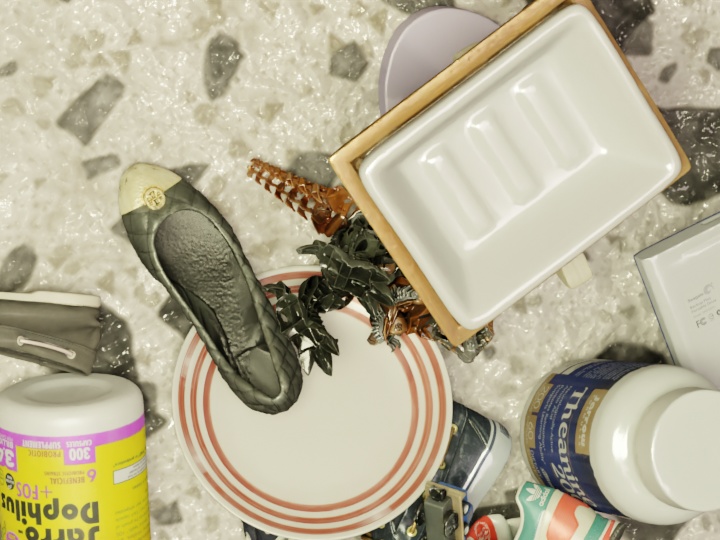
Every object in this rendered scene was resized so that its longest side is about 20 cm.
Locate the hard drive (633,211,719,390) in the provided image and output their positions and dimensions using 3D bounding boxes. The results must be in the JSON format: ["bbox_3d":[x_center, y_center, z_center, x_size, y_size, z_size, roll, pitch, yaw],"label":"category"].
[{"bbox_3d":[0.291,0.051,1.696,0.131,0.025,0.201,-26,107,-9],"label":"hard drive"}]

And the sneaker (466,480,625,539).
[{"bbox_3d":[0.112,0.222,1.703,0.093,0.070,0.200,34,135,2],"label":"sneaker"}]

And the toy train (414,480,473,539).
[{"bbox_3d":[0.066,0.224,1.662,0.046,0.034,0.201,-45,142,-40],"label":"toy train"}]

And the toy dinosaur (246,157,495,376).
[{"bbox_3d":[0.000,0.000,1.635,0.199,0.136,0.103,24,125,14],"label":"toy dinosaur"}]

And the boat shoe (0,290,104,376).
[{"bbox_3d":[-0.271,0.040,1.581,0.199,0.067,0.057,3,85,-19],"label":"boat shoe"}]

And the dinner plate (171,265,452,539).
[{"bbox_3d":[-0.034,0.094,1.646,0.199,0.024,0.201,3,72,-8],"label":"dinner plate"}]

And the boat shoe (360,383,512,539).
[{"bbox_3d":[0.022,0.180,1.700,0.091,0.071,0.201,31,88,-16],"label":"boat shoe"}]

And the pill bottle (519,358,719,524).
[{"bbox_3d":[0.198,0.121,1.653,0.110,0.200,0.112,0,90,-19],"label":"pill bottle"}]

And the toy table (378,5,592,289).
[{"bbox_3d":[0.096,-0.083,1.632,0.184,0.117,0.200,-42,110,-3],"label":"toy table"}]

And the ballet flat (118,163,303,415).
[{"bbox_3d":[-0.099,0.009,1.609,0.066,0.057,0.201,-34,87,-9],"label":"ballet flat"}]

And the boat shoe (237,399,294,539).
[{"bbox_3d":[-0.046,0.179,1.662,0.074,0.093,0.201,-17,105,-11],"label":"boat shoe"}]

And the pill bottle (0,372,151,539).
[{"bbox_3d":[-0.196,0.178,1.615,0.104,0.104,0.201,-6,104,-14],"label":"pill bottle"}]

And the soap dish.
[{"bbox_3d":[0.095,-0.073,1.528,0.200,0.081,0.158,-37,110,-4],"label":"soap dish"}]
